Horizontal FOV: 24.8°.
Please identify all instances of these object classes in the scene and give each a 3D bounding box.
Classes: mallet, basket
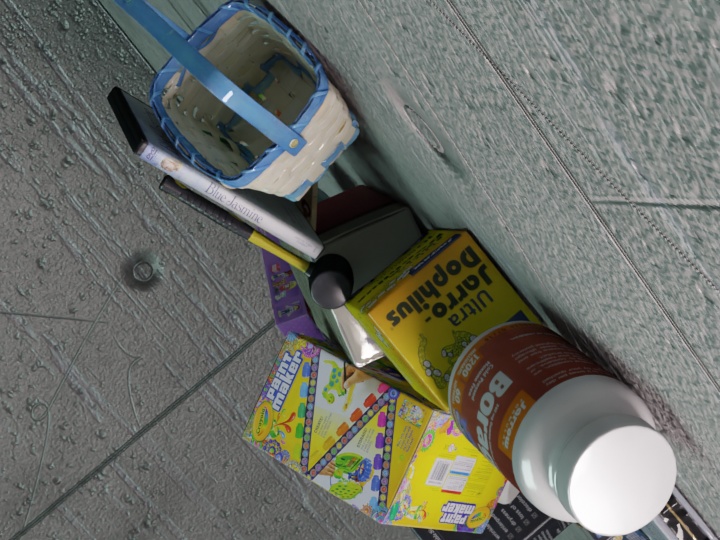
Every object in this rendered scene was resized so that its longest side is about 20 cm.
[{"bbox_3d":[-0.092,-0.026,1.475,0.200,0.041,0.066,29,-167,-16],"label":"mallet"},{"bbox_3d":[-0.105,-0.150,1.361,0.176,0.139,0.200,46,-177,39],"label":"basket"}]

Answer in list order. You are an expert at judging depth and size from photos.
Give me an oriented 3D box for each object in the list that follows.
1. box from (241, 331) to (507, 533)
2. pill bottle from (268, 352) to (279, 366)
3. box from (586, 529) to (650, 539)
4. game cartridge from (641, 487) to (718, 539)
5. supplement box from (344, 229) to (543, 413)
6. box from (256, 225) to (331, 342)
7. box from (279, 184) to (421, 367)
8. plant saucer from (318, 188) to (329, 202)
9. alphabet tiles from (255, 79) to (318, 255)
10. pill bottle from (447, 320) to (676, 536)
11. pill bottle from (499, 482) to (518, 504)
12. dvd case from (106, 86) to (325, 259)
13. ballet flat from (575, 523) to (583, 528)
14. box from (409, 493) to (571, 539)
[{"bbox_3d":[0.027,0.165,1.651,0.193,0.122,0.200,27,-175,35],"label":"box"},{"bbox_3d":[-0.011,0.081,2.023,0.112,0.200,0.112,50,176,5],"label":"pill bottle"},{"bbox_3d":[0.205,0.192,1.569,0.200,0.038,0.137,54,-173,33],"label":"box"},{"bbox_3d":[0.239,0.185,1.420,0.200,0.040,0.133,50,173,-4],"label":"game cartridge"},{"bbox_3d":[0.068,0.039,1.424,0.110,0.109,0.200,50,176,-6],"label":"supplement box"},{"bbox_3d":[-0.070,0.003,1.831,0.137,0.039,0.200,56,-163,-55],"label":"box"},{"bbox_3d":[0.000,0.000,1.639,0.128,0.109,0.200,67,172,-14],"label":"box"},{"bbox_3d":[-0.009,-0.026,1.893,0.200,0.027,0.200,50,175,6],"label":"plant saucer"},{"bbox_3d":[-0.073,-0.113,1.574,0.200,0.008,0.167,-138,48,-63],"label":"alphabet tiles"},{"bbox_3d":[0.150,0.118,1.223,0.112,0.112,0.200,52,175,-24],"label":"pill bottle"},{"bbox_3d":[0.099,0.176,1.852,0.200,0.111,0.111,23,167,18],"label":"pill bottle"},{"bbox_3d":[-0.130,-0.088,1.461,0.200,0.018,0.143,30,-167,-29],"label":"dvd case"},{"bbox_3d":[0.238,0.225,1.720,0.065,0.071,0.200,23,-173,-17],"label":"ballet flat"},{"bbox_3d":[0.142,0.252,1.941,0.200,0.197,0.124,49,176,21],"label":"box"}]
